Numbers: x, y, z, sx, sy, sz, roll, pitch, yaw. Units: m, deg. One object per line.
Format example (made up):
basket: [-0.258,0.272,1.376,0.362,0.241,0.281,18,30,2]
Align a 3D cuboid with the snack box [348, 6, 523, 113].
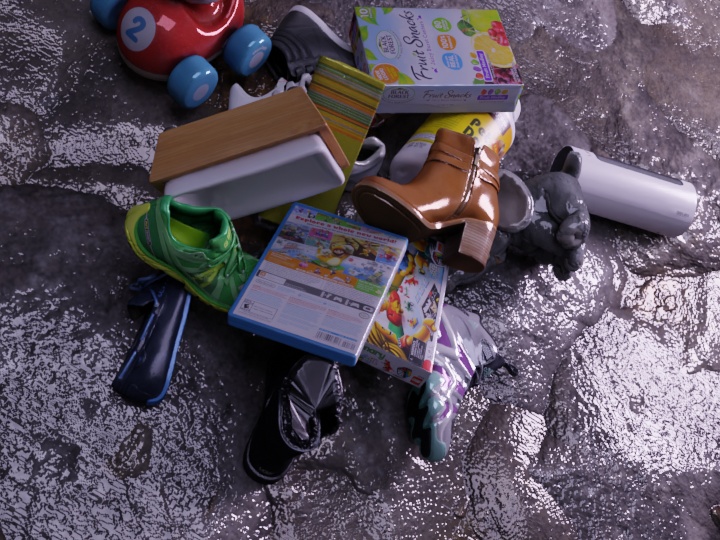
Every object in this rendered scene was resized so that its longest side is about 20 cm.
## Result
snack box: [0.094,-0.267,1.434,0.196,0.053,0.144,-2,53,-14]

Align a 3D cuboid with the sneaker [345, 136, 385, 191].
sneaker: [-0.059,-0.136,1.397,0.197,0.080,0.072,-11,72,-25]

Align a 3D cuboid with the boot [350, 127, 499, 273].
boot: [0.084,-0.105,1.316,0.197,0.076,0.158,23,63,-21]

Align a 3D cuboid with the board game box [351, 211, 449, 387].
board game box: [0.033,0.025,1.284,0.125,0.035,0.202,25,44,-11]

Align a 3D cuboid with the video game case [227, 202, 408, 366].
video game case: [-0.041,0.010,1.217,0.141,0.018,0.201,17,43,8]

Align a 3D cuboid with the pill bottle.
pill bottle: [0.129,-0.164,1.470,0.109,0.109,0.201,40,58,0]

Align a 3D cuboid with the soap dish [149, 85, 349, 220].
soap dish: [-0.120,-0.123,1.243,0.197,0.157,0.083,-17,77,6]

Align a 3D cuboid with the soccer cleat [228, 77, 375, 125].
soccer cleat: [-0.073,-0.202,1.428,0.196,0.069,0.087,-7,80,-20]

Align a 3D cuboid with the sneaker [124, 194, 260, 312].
sneaker: [-0.158,-0.016,1.210,0.199,0.083,0.075,30,48,-37]

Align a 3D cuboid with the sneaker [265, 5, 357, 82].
sneaker: [-0.043,-0.250,1.466,0.199,0.071,0.099,39,59,6]

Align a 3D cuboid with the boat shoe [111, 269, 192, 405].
boat shoe: [-0.224,0.043,1.241,0.067,0.084,0.203,15,59,-12]

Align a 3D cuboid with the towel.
towel: [-0.045,-0.143,1.327,0.085,0.018,0.203,21,96,-16]

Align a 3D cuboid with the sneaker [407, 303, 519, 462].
sneaker: [0.127,0.130,1.347,0.137,0.078,0.204,6,64,-19]

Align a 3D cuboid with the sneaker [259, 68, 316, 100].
sneaker: [-0.114,-0.161,1.342,0.198,0.075,0.082,-28,100,2]

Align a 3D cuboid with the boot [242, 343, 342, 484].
boot: [-0.057,0.123,1.221,0.075,0.168,0.203,26,58,-10]

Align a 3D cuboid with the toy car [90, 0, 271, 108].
toy car: [-0.207,-0.340,1.344,0.184,0.201,0.176,44,57,15]

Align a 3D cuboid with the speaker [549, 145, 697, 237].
speaker: [0.358,-0.107,1.557,0.197,0.081,0.083,15,61,-15]

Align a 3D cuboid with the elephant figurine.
elephant figurine: [0.184,-0.061,1.441,0.196,0.143,0.156,5,36,-4]

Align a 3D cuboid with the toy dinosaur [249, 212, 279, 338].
toy dinosaur: [-0.106,-0.027,1.347,0.087,0.047,0.202,34,61,-12]
